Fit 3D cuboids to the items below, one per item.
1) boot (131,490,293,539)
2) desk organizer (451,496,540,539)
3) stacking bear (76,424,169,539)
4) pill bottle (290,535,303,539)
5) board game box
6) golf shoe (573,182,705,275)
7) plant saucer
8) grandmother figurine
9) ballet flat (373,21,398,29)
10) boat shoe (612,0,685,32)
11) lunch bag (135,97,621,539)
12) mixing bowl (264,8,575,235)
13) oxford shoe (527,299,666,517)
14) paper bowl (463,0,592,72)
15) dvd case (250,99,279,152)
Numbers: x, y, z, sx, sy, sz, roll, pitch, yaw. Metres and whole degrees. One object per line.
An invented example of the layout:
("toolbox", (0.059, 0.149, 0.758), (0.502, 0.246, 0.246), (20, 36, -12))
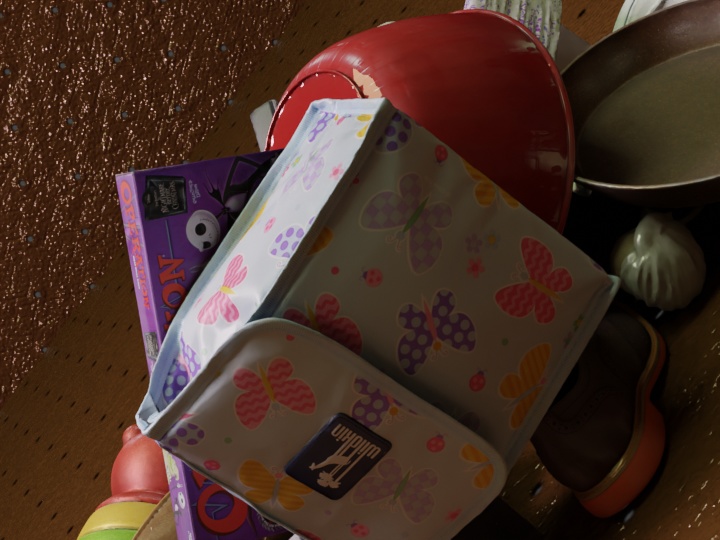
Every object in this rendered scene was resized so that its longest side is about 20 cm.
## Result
("boot", (-0.056, 0.127, 1.130), (0.200, 0.074, 0.075), (-37, -7, -20))
("desk organizer", (0.001, 0.197, 1.091), (0.200, 0.072, 0.077), (-54, 24, -11))
("stacking bear", (-0.148, 0.200, 1.372), (0.114, 0.121, 0.200), (107, 175, -53))
("pill bottle", (-0.031, 0.144, 1.285), (0.111, 0.111, 0.200), (-54, 14, -10))
("board game box", (-0.055, 0.039, 1.059), (0.120, 0.201, 0.032), (-11, 4, -26))
("golf shoe", (0.157, -0.039, 1.221), (0.200, 0.077, 0.088), (-51, 19, 5))
("plant saucer", (0.199, -0.095, 1.146), (0.200, 0.035, 0.200), (-17, 31, 11))
("grandmother figurine", (0.118, -0.024, 1.174), (0.200, 0.061, 0.121), (22, 75, 42))
("ballet flat", (0.021, -0.124, 1.327), (0.070, 0.069, 0.200), (-56, -10, -16))
("boat shoe", (0.244, -0.202, 1.352), (0.200, 0.073, 0.067), (-51, 10, -2))
("lunch bag", (0.006, 0.040, 1.009), (0.200, 0.169, 0.127), (-56, 21, -7))
("mixing bowl", (0.014, -0.059, 1.146), (0.200, 0.108, 0.201), (-11, 76, 50))
("oxford shoe", (0.120, 0.053, 1.095), (0.071, 0.072, 0.200), (-47, 14, 18))
("paper bowl", (0.106, -0.087, 1.354), (0.201, 0.104, 0.201), (-169, 90, -89))
("dvd case", (0.000, 0.000, 1.291), (0.025, 0.150, 0.200), (-30, 58, 20))
